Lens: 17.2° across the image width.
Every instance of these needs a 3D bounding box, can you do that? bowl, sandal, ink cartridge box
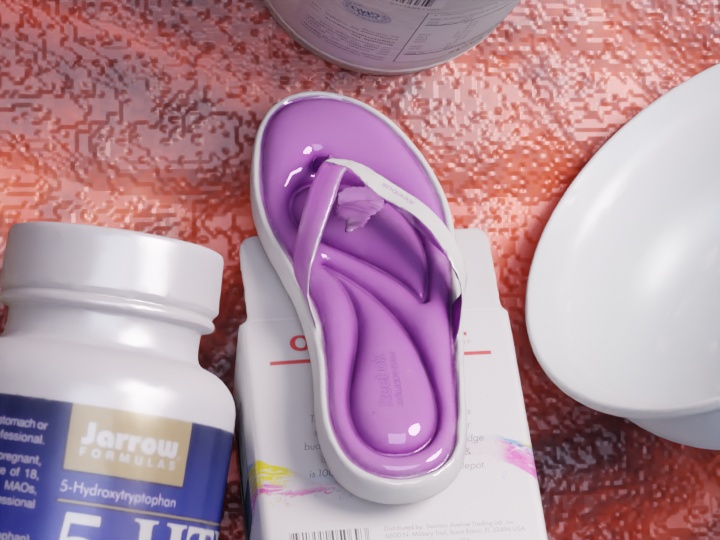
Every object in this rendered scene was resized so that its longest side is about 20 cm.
[{"bbox_3d":[0.176,0.004,1.002,0.201,0.201,0.090,-48,125,-10],"label":"bowl"},{"bbox_3d":[0.007,-0.001,0.974,0.082,0.050,0.203,-8,57,-12],"label":"sandal"},{"bbox_3d":[0.009,0.083,0.990,0.117,0.067,0.200,-2,58,-8],"label":"ink cartridge box"}]

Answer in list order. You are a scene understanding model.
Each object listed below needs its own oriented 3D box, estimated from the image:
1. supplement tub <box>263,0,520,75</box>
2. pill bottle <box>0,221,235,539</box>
[{"bbox_3d":[0.023,-0.160,0.972,0.132,0.200,0.132,1,84,-8],"label":"supplement tub"},{"bbox_3d":[-0.114,0.086,0.968,0.119,0.120,0.200,8,83,-7],"label":"pill bottle"}]
